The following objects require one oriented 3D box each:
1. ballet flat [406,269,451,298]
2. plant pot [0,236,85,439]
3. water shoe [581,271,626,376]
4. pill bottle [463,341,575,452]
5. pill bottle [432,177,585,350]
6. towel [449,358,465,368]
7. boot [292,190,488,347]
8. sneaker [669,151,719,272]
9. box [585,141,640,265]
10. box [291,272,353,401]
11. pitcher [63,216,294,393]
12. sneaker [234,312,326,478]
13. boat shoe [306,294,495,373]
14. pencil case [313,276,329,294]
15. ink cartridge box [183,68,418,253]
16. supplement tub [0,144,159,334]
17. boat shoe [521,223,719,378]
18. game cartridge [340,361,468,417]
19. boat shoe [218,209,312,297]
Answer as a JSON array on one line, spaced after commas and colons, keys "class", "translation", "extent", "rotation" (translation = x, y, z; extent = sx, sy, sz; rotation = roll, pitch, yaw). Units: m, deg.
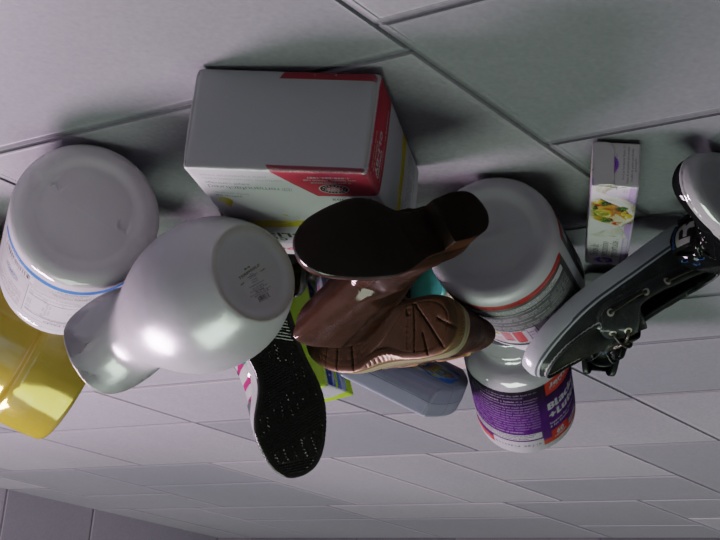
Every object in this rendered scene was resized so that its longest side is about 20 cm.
[{"class": "ballet flat", "translation": [0.070, 0.030, 1.525], "extent": [0.072, 0.072, 0.200], "rotation": [13, 163, -23]}, {"class": "plant pot", "translation": [-0.374, 0.048, 1.538], "extent": [0.188, 0.201, 0.201], "rotation": [29, 156, -18]}, {"class": "water shoe", "translation": [0.262, 0.059, 1.530], "extent": [0.071, 0.079, 0.200], "rotation": [3, 163, 9]}, {"class": "pill bottle", "translation": [0.168, 0.100, 1.560], "extent": [0.111, 0.112, 0.200], "rotation": [1, 145, 14]}, {"class": "pill bottle", "translation": [0.139, 0.003, 1.325], "extent": [0.115, 0.116, 0.200], "rotation": [-1, 161, 19]}, {"class": "towel", "translation": [0.137, 0.076, 1.698], "extent": [0.199, 0.032, 0.191], "rotation": [-2, 161, 13]}, {"class": "boot", "translation": [-0.016, 0.014, 1.152], "extent": [0.186, 0.064, 0.200], "rotation": [-8, 159, -37]}, {"class": "sneaker", "translation": [0.291, -0.036, 1.222], "extent": [0.200, 0.073, 0.112], "rotation": [19, 157, -42]}, {"class": "box", "translation": [0.213, -0.054, 1.248], "extent": [0.039, 0.042, 0.200], "rotation": [4, 164, 8]}, {"class": "box", "translation": [-0.055, 0.072, 1.544], "extent": [0.047, 0.122, 0.200], "rotation": [-14, 171, 6]}, {"class": "pitcher", "translation": [-0.130, 0.019, 1.215], "extent": [0.200, 0.121, 0.171], "rotation": [-25, -169, 47]}, {"class": "sneaker", "translation": [-0.092, 0.089, 1.396], "extent": [0.083, 0.201, 0.121], "rotation": [-16, -166, -10]}, {"class": "boat shoe", "translation": [0.034, 0.057, 1.306], "extent": [0.072, 0.072, 0.200], "rotation": [11, 166, -43]}, {"class": "pencil case", "translation": [0.000, 0.000, 1.403], "extent": [0.083, 0.091, 0.200], "rotation": [33, 161, 5]}, {"class": "ink cartridge box", "translation": [-0.039, -0.080, 1.168], "extent": [0.144, 0.084, 0.200], "rotation": [2, 163, 12]}, {"class": "supplement tub", "translation": [-0.260, -0.024, 1.338], "extent": [0.131, 0.133, 0.200], "rotation": [10, 163, -14]}, {"class": "boat shoe", "translation": [0.233, 0.035, 1.305], "extent": [0.200, 0.057, 0.069], "rotation": [-38, 152, -7]}, {"class": "game cartridge", "translation": [0.046, 0.106, 1.546], "extent": [0.133, 0.041, 0.200], "rotation": [29, -172, 8]}, {"class": "boat shoe", "translation": [-0.082, -0.028, 1.377], "extent": [0.071, 0.066, 0.201], "rotation": [1, 162, 17]}]
